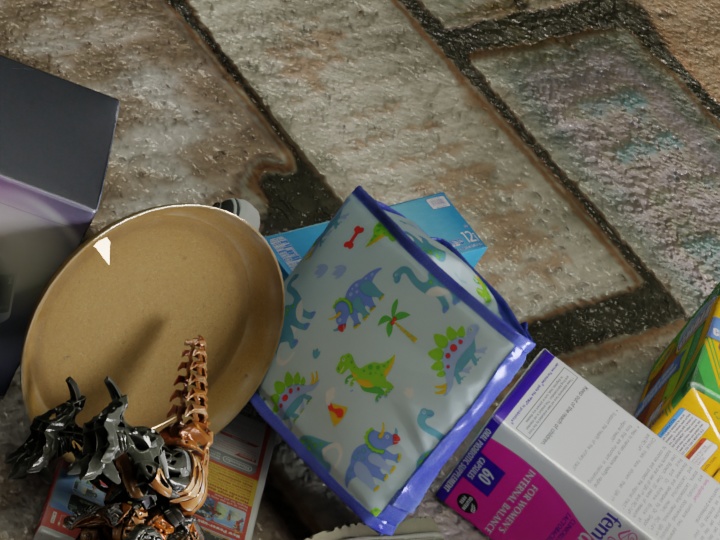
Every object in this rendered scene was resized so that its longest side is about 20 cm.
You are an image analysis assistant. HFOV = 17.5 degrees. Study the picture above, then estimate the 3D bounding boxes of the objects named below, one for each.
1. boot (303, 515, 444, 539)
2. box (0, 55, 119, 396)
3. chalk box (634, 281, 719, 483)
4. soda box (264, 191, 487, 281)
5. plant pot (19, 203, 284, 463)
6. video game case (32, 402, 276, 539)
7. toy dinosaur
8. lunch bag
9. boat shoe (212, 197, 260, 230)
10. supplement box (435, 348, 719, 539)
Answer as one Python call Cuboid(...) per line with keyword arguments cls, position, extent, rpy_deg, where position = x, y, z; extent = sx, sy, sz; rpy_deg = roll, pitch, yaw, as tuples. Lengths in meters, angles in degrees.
Cuboid(cls="boot", position=(0.037, 0.266, 1.577), extent=(0.182, 0.073, 0.200), rpy_deg=(-8, 61, -36))
Cuboid(cls="box", position=(-0.292, -0.046, 1.572), extent=(0.200, 0.199, 0.123), rpy_deg=(20, 41, -14))
Cuboid(cls="chalk box", position=(0.302, 0.098, 1.869), extent=(0.124, 0.125, 0.200), rpy_deg=(31, 38, -2))
Cuboid(cls="soda box", position=(0.000, 0.000, 1.816), extent=(0.200, 0.068, 0.064), rpy_deg=(-15, 57, -41))
Cuboid(cls="plant pot", position=(-0.142, 0.042, 1.569), extent=(0.200, 0.200, 0.027), rpy_deg=(-4, 28, -36))
Cuboid(cls="video game case", position=(-0.136, 0.138, 1.625), extent=(0.143, 0.017, 0.200), rpy_deg=(24, 40, -10))
Cuboid(cls="toy dinosaur", position=(-0.149, 0.137, 1.532), extent=(0.136, 0.102, 0.200), rpy_deg=(37, 41, -33))
Cuboid(cls="lunch bag", position=(0.023, 0.067, 1.627), extent=(0.127, 0.170, 0.200), rpy_deg=(31, 10, -35))
Cuboid(cls="boat shoe", position=(-0.127, -0.003, 1.723), extent=(0.071, 0.072, 0.200), rpy_deg=(30, 32, -7))
Cuboid(cls="supplement box", position=(0.173, 0.171, 1.726), extent=(0.200, 0.101, 0.103), rpy_deg=(37, 40, 6))
